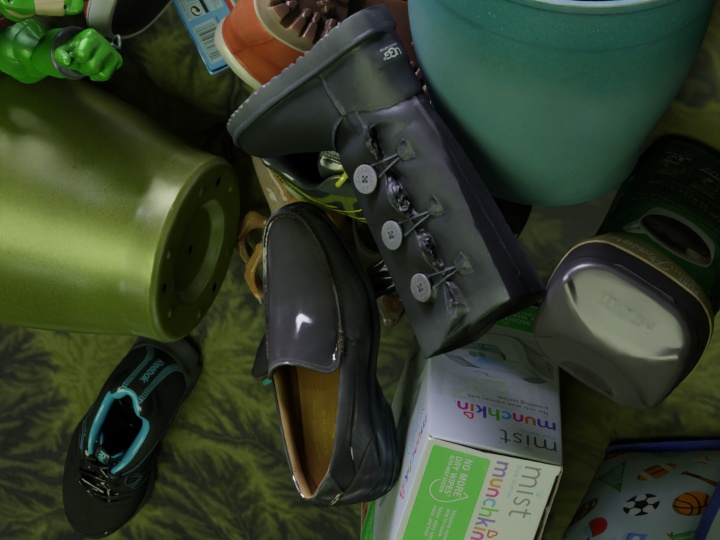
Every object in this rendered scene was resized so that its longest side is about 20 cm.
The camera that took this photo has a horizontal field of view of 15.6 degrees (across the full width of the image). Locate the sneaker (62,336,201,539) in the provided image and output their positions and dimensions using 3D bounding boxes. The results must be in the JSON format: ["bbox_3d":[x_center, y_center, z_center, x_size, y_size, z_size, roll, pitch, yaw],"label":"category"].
[{"bbox_3d":[-0.187,0.131,1.950,0.073,0.082,0.201,30,126,8],"label":"sneaker"}]

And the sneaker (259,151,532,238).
[{"bbox_3d":[0.015,-0.056,1.687,0.199,0.085,0.075,12,85,31],"label":"sneaker"}]

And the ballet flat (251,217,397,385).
[{"bbox_3d":[0.000,0.000,1.763,0.199,0.068,0.069,-31,94,8],"label":"ballet flat"}]

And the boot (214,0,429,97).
[{"bbox_3d":[0.002,-0.132,1.707,0.199,0.075,0.107,27,151,-21],"label":"boot"}]

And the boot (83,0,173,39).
[{"bbox_3d":[-0.165,-0.263,1.704,0.144,0.072,0.201,33,115,25],"label":"boot"}]

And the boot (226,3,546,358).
[{"bbox_3d":[0.012,-0.038,1.603,0.201,0.065,0.165,59,144,5],"label":"boot"}]

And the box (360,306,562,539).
[{"bbox_3d":[0.067,0.145,1.759,0.096,0.177,0.201,13,124,-6],"label":"box"}]

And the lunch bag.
[{"bbox_3d":[0.234,0.190,1.713,0.199,0.170,0.124,-3,119,29],"label":"lunch bag"}]

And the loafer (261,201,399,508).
[{"bbox_3d":[-0.028,0.054,1.692,0.073,0.072,0.201,-18,85,32],"label":"loafer"}]

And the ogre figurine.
[{"bbox_3d":[-0.250,-0.184,1.688,0.199,0.099,0.120,20,163,-16],"label":"ogre figurine"}]

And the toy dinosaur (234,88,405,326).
[{"bbox_3d":[-0.045,-0.039,1.815,0.106,0.060,0.200,-36,103,14],"label":"toy dinosaur"}]

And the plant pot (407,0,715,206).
[{"bbox_3d":[0.118,-0.149,1.589,0.199,0.200,0.189,21,135,16],"label":"plant pot"}]

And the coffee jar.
[{"bbox_3d":[0.182,0.002,1.619,0.104,0.200,0.086,33,125,8],"label":"coffee jar"}]

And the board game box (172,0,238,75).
[{"bbox_3d":[-0.053,-0.232,1.718,0.199,0.037,0.152,-20,105,35],"label":"board game box"}]

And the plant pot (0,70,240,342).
[{"bbox_3d":[-0.192,-0.040,1.789,0.192,0.200,0.201,17,122,18],"label":"plant pot"}]
